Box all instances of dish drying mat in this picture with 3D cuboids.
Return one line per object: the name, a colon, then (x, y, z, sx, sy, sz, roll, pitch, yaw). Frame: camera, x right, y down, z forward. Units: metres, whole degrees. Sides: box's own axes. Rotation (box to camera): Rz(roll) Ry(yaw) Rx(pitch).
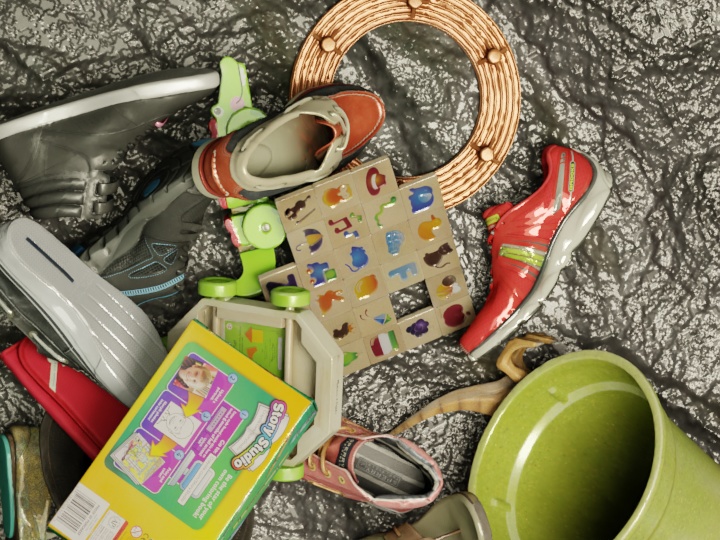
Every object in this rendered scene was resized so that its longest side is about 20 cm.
dish drying mat: (-0.203, 0.119, 1.706, 0.200, 0.018, 0.077, 44, 53, 14)

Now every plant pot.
plant pot: (0.223, 0.194, 1.736, 0.184, 0.200, 0.201, 30, 93, -37)

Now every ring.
ring: (0.039, -0.144, 1.765, 0.199, 0.019, 0.202, -1, 96, -7)

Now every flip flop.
flip flop: (0.039, 0.240, 1.731, 0.057, 0.199, 0.082, -8, 78, -43)

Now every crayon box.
crayon box: (-0.137, 0.154, 1.631, 0.118, 0.058, 0.201, 34, 81, 9)

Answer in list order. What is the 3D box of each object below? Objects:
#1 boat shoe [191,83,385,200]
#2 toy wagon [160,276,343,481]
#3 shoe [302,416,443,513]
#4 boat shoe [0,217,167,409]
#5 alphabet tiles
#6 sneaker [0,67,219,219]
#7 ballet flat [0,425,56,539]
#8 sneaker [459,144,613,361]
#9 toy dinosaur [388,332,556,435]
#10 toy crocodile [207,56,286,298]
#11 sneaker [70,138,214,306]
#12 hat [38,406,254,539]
boat shoe: (-0.045, -0.105, 1.674, 0.199, 0.062, 0.072, -24, 101, -41)
toy wagon: (-0.108, 0.084, 1.714, 0.199, 0.040, 0.157, 8, 102, 26)
shoe: (-0.027, 0.146, 1.746, 0.199, 0.091, 0.072, 24, 77, -8)
boat shoe: (-0.232, 0.043, 1.696, 0.071, 0.072, 0.200, -33, 102, 39)
alphabet tiles: (0.000, 0.000, 1.732, 0.166, 0.008, 0.201, -21, 129, -4)
sneaker: (-0.199, -0.101, 1.715, 0.198, 0.071, 0.100, -17, 100, 7)
ballet flat: (-0.273, 0.230, 1.752, 0.070, 0.071, 0.202, 2, 96, -7)
sneaker: (0.133, -0.017, 1.773, 0.085, 0.077, 0.201, 33, 85, 2)
toy dinosaur: (0.129, 0.107, 1.785, 0.198, 0.060, 0.107, 7, 97, -7)
toy crocodile: (-0.098, -0.077, 1.732, 0.061, 0.068, 0.202, -10, 98, -5)
sneaker: (-0.162, -0.030, 1.717, 0.082, 0.073, 0.200, 42, 116, -16)
hat: (-0.188, 0.188, 1.739, 0.200, 0.201, 0.081, 28, 136, -9)
